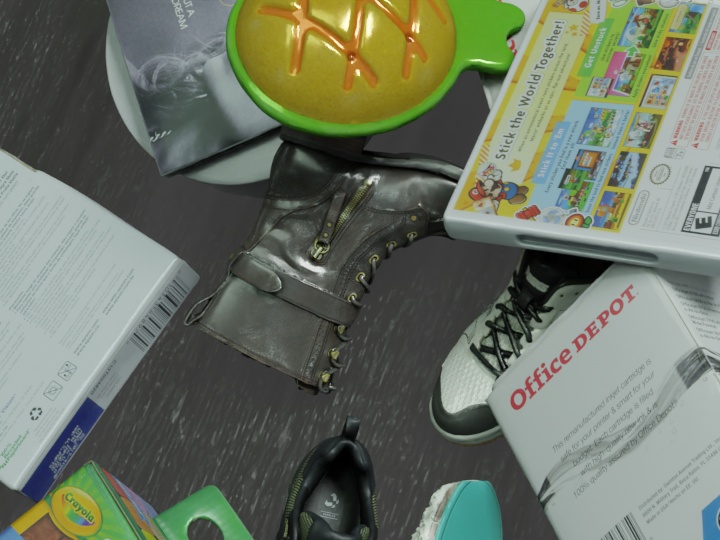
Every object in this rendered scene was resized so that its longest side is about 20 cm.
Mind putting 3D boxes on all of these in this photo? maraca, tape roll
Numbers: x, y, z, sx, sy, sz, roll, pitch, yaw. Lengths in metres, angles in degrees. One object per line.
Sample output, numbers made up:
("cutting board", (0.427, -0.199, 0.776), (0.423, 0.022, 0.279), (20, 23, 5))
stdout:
("maraca", (0.010, -0.152, 1.337), (0.199, 0.107, 0.138), (-20, 71, -22))
("tape roll", (-0.075, -0.154, 1.469), (0.199, 0.066, 0.202), (-2, 84, 18))

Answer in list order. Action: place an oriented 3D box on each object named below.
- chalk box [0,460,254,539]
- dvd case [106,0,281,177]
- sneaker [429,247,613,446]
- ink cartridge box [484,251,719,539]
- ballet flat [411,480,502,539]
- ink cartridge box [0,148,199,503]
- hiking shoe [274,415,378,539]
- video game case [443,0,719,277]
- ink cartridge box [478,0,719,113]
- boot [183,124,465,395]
("chalk box", (-0.159, 0.215, 1.325), (0.200, 0.124, 0.125), (-40, 58, 1))
("dvd case", (-0.069, -0.168, 1.426), (0.199, 0.016, 0.150), (-22, 77, 14))
("sneaker", (0.109, 0.021, 1.328), (0.200, 0.088, 0.076), (-47, 59, -2))
("ink cartridge box", (0.182, 0.111, 1.226), (0.145, 0.083, 0.201), (-47, 53, 29))
("ballet flat", (0.041, 0.222, 1.274), (0.071, 0.072, 0.202), (-4, 64, 21))
("ink cartridge box", (-0.243, 0.035, 1.497), (0.199, 0.041, 0.200), (31, 80, 32))
("hiking shoe", (-0.031, 0.191, 1.287), (0.075, 0.101, 0.202), (7, 66, 0))
("video game case", (0.166, -0.088, 1.266), (0.181, 0.023, 0.201), (9, 54, 24))
("ink cartridge box", (0.175, -0.169, 1.393), (0.199, 0.083, 0.147), (-21, 60, 12))
("boot", (0.000, 0.000, 1.393), (0.198, 0.069, 0.175), (20, 94, 0))
